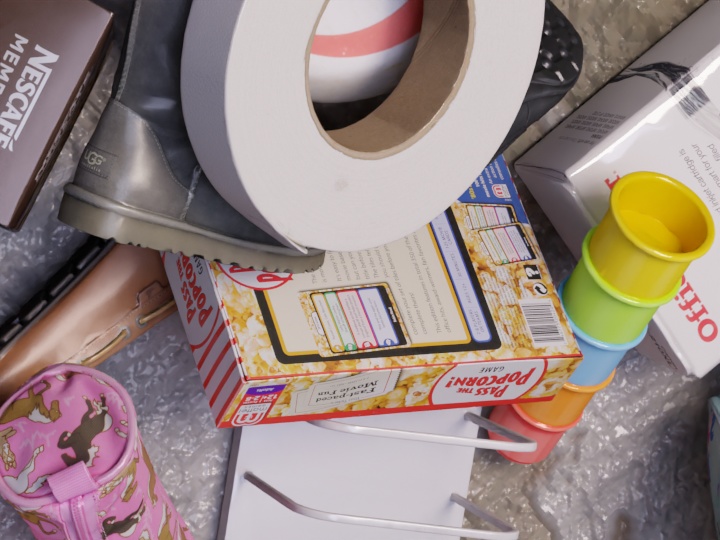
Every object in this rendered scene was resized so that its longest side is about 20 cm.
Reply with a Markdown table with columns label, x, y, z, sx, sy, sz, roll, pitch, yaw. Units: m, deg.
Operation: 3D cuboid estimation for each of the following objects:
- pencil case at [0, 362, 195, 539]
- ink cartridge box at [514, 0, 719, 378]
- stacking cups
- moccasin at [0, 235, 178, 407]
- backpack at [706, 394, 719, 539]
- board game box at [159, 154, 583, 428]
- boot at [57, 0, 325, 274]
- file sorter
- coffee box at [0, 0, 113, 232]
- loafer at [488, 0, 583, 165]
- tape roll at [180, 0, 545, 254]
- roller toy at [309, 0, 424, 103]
| label | x | y | z | sx | sy | sz | roll | pitch | yaw |
| --- | --- | --- | --- | --- | --- | --- | --- | --- | --- |
| pencil case | -0.129 | 0.131 | 1.517 | 0.083 | 0.086 | 0.200 | -49 | 148 | -22 |
| ink cartridge box | 0.207 | -0.060 | 1.662 | 0.200 | 0.084 | 0.145 | -39 | 108 | -11 |
| stacking cups | 0.119 | 0.034 | 1.598 | 0.060 | 0.061 | 0.200 | 10 | 136 | -21 |
| moccasin | -0.165 | 0.061 | 1.555 | 0.201 | 0.074 | 0.078 | -46 | 102 | -19 |
| backpack | 0.268 | 0.120 | 1.644 | 0.150 | 0.178 | 0.201 | -4 | 126 | 0 |
| board game box | 0.000 | 0.000 | 1.556 | 0.199 | 0.046 | 0.152 | -3 | 57 | -28 |
| boot | -0.053 | -0.104 | 1.427 | 0.181 | 0.072 | 0.201 | 9 | 98 | -54 |
| file sorter | 0.004 | 0.170 | 1.600 | 0.138 | 0.124 | 0.201 | 7 | 96 | -20 |
| coffee box | -0.178 | -0.084 | 1.450 | 0.079 | 0.200 | 0.115 | 26 | 89 | -4 |
| loafer | 0.058 | -0.092 | 1.578 | 0.068 | 0.070 | 0.201 | 49 | 36 | -2 |
| tape roll | 0.004 | -0.107 | 1.402 | 0.202 | 0.037 | 0.204 | -21 | 124 | -36 |
| roller toy | -0.025 | -0.182 | 1.531 | 0.199 | 0.140 | 0.183 | 13 | 97 | -11 |
